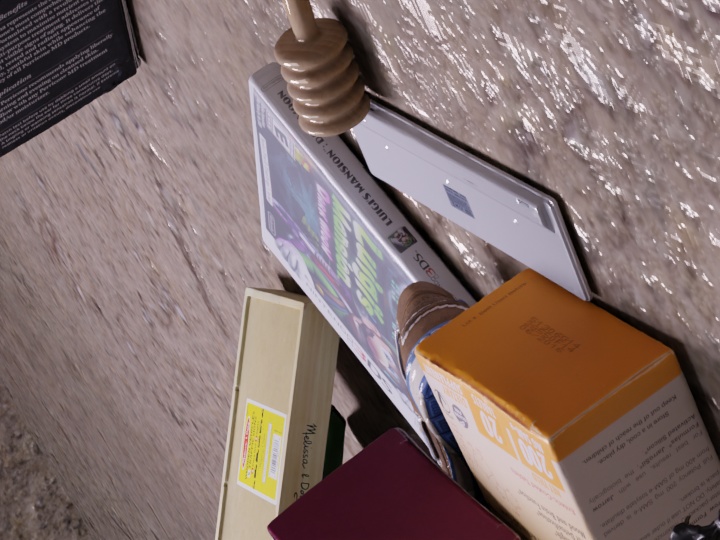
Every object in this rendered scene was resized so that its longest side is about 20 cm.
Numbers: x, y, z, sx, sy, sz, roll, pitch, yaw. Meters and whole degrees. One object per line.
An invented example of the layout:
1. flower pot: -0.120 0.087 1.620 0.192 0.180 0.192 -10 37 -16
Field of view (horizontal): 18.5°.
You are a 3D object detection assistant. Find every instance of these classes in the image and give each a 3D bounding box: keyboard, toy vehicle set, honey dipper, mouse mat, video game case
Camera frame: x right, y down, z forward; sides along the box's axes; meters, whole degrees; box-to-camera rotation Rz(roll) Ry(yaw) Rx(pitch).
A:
1. keyboard: 0.045 -0.040 1.044 0.200 0.011 0.056 35 159 55
2. toy vehicle set: -0.055 0.115 1.413 0.124 0.026 0.202 -165 82 -70
3. honey dipper: -0.039 -0.152 1.022 0.038 0.038 0.201 37 153 50
4. mouse mat: -0.025 0.192 1.450 0.161 0.007 0.202 69 -152 -81
5. video game case: 0.000 0.000 1.236 0.182 0.023 0.200 50 164 20

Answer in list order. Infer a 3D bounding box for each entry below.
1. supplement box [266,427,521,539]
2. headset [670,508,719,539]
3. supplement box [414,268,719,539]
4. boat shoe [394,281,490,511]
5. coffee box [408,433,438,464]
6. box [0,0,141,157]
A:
1. supplement box: 0.045 0.190 1.097 0.110 0.085 0.201 40 161 47
2. headset: 0.189 0.146 0.813 0.200 0.094 0.123 50 168 -26
3. supplement box: 0.115 0.113 1.014 0.126 0.073 0.201 32 153 59
4. boat shoe: 0.067 0.078 1.123 0.201 0.072 0.073 70 176 -46
5. coffee box: 0.030 0.200 1.361 0.080 0.113 0.200 33 159 17
6. box: -0.248 -0.214 1.380 0.200 0.124 0.197 49 162 24
